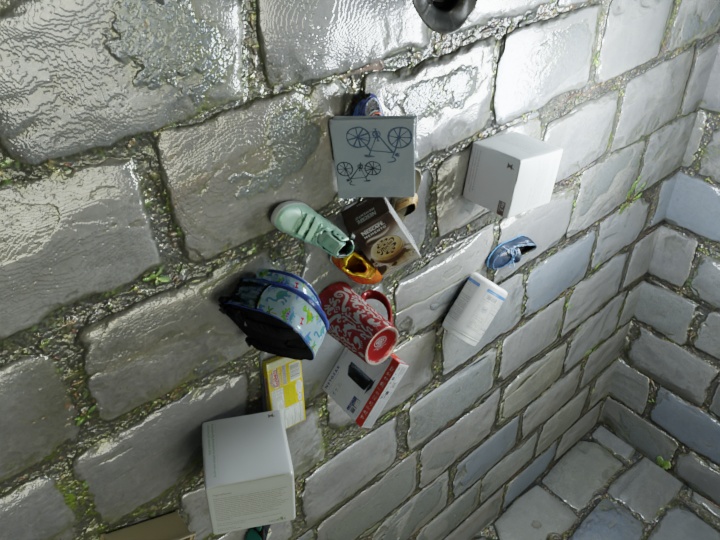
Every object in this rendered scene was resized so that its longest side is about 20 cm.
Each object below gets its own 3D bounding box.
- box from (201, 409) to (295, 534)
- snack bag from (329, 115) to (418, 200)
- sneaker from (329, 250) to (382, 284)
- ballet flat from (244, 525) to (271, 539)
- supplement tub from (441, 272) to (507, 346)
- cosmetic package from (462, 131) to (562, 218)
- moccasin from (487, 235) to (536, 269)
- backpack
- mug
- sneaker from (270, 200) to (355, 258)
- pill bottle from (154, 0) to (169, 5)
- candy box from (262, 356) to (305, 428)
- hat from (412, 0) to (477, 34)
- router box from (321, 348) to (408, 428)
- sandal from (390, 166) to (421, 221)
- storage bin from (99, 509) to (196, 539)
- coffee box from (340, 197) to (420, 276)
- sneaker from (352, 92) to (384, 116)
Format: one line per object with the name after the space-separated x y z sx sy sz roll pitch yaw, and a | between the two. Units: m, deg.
-0.263 0.471 1.412 0.198 0.200 0.173 -6 124 -13 | box
0.034 -0.242 1.304 0.022 0.186 0.201 -81 168 -51 | snack bag
0.000 0.000 1.488 0.199 0.077 0.073 24 97 -52 | sneaker
-0.283 0.746 1.736 0.073 0.073 0.202 -1 115 -44 | ballet flat
0.360 0.121 1.892 0.132 0.132 0.201 24 100 -50 | supplement tub
0.417 -0.267 1.649 0.199 0.165 0.166 -19 128 -36 | cosmetic package
0.497 -0.060 1.951 0.199 0.068 0.081 -32 136 -25 | moccasin
-0.166 0.092 1.288 0.148 0.198 0.184 -59 143 -27 | backpack
0.003 0.118 1.475 0.178 0.200 0.134 -47 140 -9 | mug
-0.094 -0.086 1.298 0.200 0.118 0.074 16 107 -48 | sneaker
-0.251 -0.491 0.858 0.200 0.114 0.114 -49 140 -6 | pill bottle
-0.192 0.307 1.516 0.102 0.026 0.202 -16 114 -35 | candy box
0.154 -0.589 1.228 0.199 0.081 0.203 -18 120 -34 | hat
0.009 0.289 1.619 0.049 0.179 0.201 23 99 -50 | router box
0.108 -0.162 1.498 0.080 0.054 0.202 6 113 -45 | sandal
-0.525 0.706 1.441 0.199 0.093 0.200 -2 118 -45 | storage bin
0.051 -0.085 1.443 0.112 0.080 0.200 -29 140 11 | coffee box
0.044 -0.301 1.317 0.075 0.078 0.201 -42 139 -15 | sneaker
